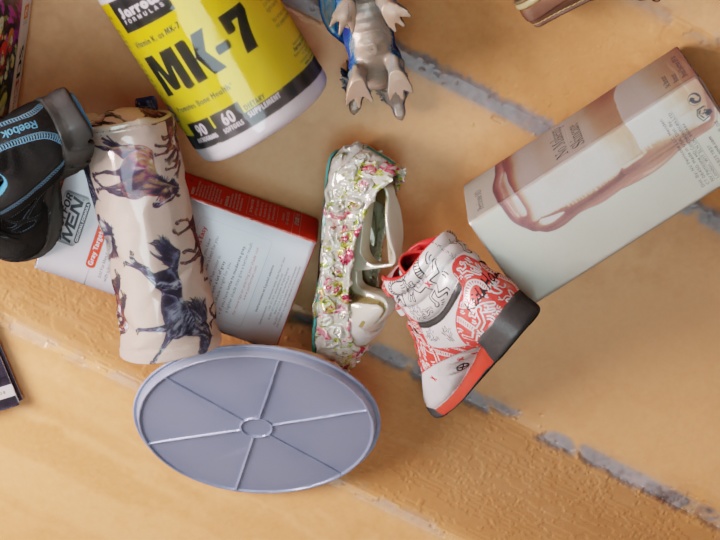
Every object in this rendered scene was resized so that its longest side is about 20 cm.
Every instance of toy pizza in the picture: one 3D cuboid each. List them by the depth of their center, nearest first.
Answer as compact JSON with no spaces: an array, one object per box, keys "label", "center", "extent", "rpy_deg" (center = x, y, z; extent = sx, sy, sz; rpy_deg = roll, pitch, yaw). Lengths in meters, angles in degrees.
[{"label":"toy pizza","center":[-0.083,0.114,1.405],"extent":[0.199,0.032,0.201],"rpy_deg":[1,140,1]}]

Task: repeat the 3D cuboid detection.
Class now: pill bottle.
[{"label":"pill bottle","center":[-0.121,-0.191,1.277],"extent":[0.114,0.114,0.200],"rpy_deg":[-30,107,11]}]

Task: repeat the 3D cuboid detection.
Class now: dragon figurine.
[{"label":"dragon figurine","center":[0.002,-0.185,1.275],"extent":[0.059,0.100,0.201],"rpy_deg":[-13,122,-3]}]

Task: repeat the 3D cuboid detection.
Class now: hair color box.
[{"label":"hair color box","center":[-0.142,-0.021,1.368],"extent":[0.199,0.061,0.102],"rpy_deg":[20,109,-7]}]

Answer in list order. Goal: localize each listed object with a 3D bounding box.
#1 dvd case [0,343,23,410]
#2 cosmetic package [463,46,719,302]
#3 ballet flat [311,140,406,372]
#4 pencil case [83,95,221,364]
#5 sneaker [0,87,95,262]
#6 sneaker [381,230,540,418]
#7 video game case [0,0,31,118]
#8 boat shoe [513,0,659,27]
[{"label":"dvd case","center":[-0.379,0.040,1.419],"extent":[0.148,0.016,0.201],"rpy_deg":[-17,109,6]},{"label":"cosmetic package","center":[0.183,-0.072,1.323],"extent":[0.200,0.103,0.087],"rpy_deg":[-34,106,11]},{"label":"ballet flat","center":[0.000,0.000,1.364],"extent":[0.064,0.076,0.201],"rpy_deg":[14,114,26]},{"label":"pencil case","center":[-0.159,-0.024,1.295],"extent":[0.077,0.089,0.201],"rpy_deg":[-19,110,-24]},{"label":"sneaker","center":[-0.257,-0.064,1.268],"extent":[0.082,0.200,0.073],"rpy_deg":[-21,71,-30]},{"label":"sneaker","center":[0.063,0.038,1.354],"extent":[0.108,0.201,0.067],"rpy_deg":[42,65,5]},{"label":"video game case","center":[-0.292,-0.109,1.263],"extent":[0.036,0.200,0.182],"rpy_deg":[13,110,3]},{"label":"boat shoe","center":[0.210,-0.227,1.280],"extent":[0.199,0.072,0.068],"rpy_deg":[-28,106,8]}]
